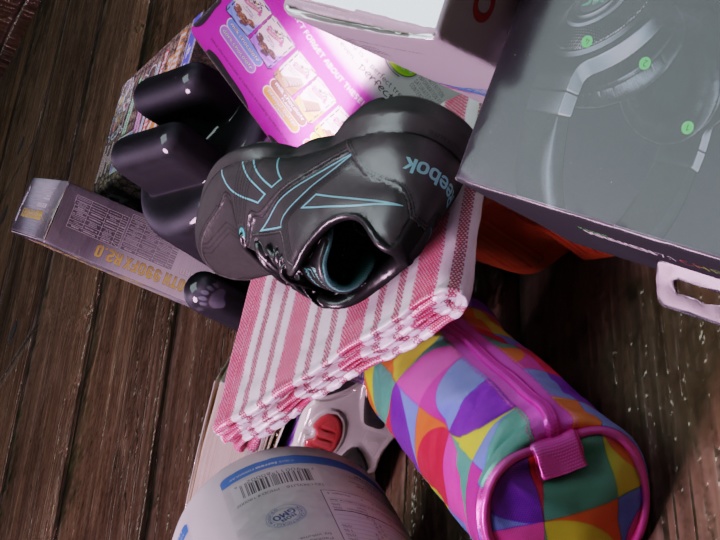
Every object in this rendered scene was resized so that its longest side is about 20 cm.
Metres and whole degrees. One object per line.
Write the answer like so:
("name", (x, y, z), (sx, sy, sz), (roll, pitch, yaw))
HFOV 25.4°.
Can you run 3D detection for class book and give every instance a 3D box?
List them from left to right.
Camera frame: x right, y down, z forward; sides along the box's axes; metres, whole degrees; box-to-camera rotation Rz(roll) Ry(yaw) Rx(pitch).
("book", (-0.079, 0.111, 1.040), (0.200, 0.048, 0.135), (-78, 7, -77))

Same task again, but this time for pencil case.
("pencil case", (0.060, 0.072, 0.747), (0.089, 0.088, 0.200), (-66, 23, 9))

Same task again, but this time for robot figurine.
("robot figurine", (-0.057, -0.049, 0.996), (0.151, 0.199, 0.125), (-51, 35, 11))

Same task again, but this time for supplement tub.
("supplement tub", (-0.020, 0.183, 0.784), (0.133, 0.131, 0.200), (-65, 21, 12))

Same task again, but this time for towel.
("towel", (0.000, 0.000, 0.827), (0.200, 0.030, 0.147), (-33, 34, 41))

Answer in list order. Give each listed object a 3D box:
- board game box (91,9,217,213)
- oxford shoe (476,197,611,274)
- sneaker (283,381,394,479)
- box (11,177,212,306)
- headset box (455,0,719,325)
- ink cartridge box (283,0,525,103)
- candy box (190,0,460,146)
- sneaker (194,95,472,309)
("board game box", (-0.088, -0.091, 1.177), (0.200, 0.158, 0.098), (-21, 52, 64))
("oxford shoe", (0.088, -0.046, 0.831), (0.199, 0.071, 0.073), (-2, 59, 60))
("sneaker", (-0.005, 0.065, 0.938), (0.201, 0.080, 0.084), (-60, 16, 25))
("box", (-0.155, -0.009, 1.211), (0.049, 0.199, 0.158), (-68, 21, -4))
("headset box", (0.149, -0.080, 0.557), (0.173, 0.093, 0.202), (18, 88, 39))
("ink cartridge box", (0.078, -0.140, 0.655), (0.084, 0.199, 0.146), (19, 92, 40))
("candy box", (0.016, -0.140, 0.867), (0.200, 0.137, 0.061), (-36, 1, 41))
("sneaker", (-0.027, -0.022, 0.781), (0.199, 0.075, 0.080), (-22, 43, 51))
